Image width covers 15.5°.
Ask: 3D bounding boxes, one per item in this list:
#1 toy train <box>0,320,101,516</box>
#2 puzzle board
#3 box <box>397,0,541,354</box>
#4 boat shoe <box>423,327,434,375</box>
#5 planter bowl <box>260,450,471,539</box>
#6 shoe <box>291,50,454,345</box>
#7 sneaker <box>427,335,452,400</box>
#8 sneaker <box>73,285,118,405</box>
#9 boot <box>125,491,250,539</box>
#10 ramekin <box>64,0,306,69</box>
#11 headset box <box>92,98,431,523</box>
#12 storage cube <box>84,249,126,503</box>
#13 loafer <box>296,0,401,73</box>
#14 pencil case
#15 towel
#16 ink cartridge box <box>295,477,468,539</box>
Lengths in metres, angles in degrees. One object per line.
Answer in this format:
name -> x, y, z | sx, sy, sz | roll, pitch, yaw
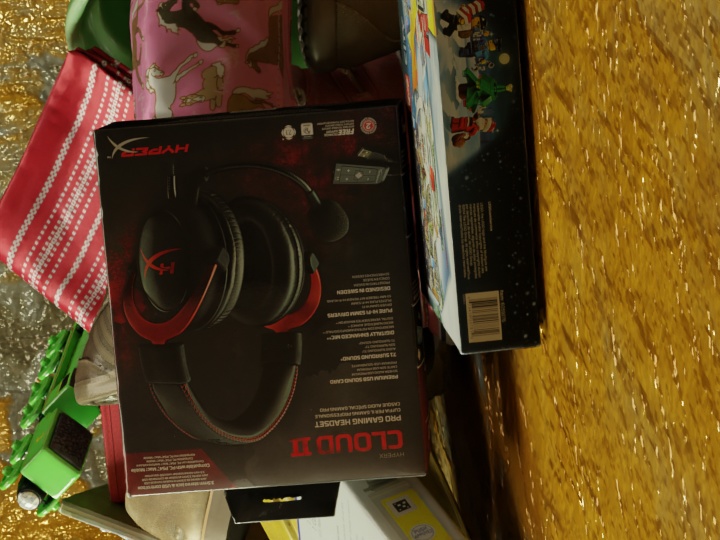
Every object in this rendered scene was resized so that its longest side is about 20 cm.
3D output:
toy train -> -0.182, 0.082, 1.654 | 0.056, 0.042, 0.200 | -46, 16, 24
puzzle board -> -0.069, 0.170, 1.643 | 0.151, 0.200, 0.017 | -11, -62, -69
box -> 0.046, -0.075, 1.193 | 0.137, 0.038, 0.200 | -115, 20, -77
boat shoe -> -0.036, 0.011, 1.408 | 0.200, 0.076, 0.074 | 47, 116, 39
planter bowl -> -0.016, 0.119, 1.472 | 0.201, 0.083, 0.200 | 58, 168, 20
shoe -> 0.006, -0.037, 1.383 | 0.072, 0.091, 0.200 | 90, 172, -48
sneaker -> 0.000, 0.000, 1.490 | 0.200, 0.090, 0.075 | -101, 7, -48
sneaker -> -0.108, 0.026, 1.424 | 0.200, 0.070, 0.076 | 154, 111, -65
boot -> -0.089, 0.070, 1.541 | 0.074, 0.075, 0.200 | -32, -42, -69
ramekin -> -0.076, -0.177, 1.596 | 0.200, 0.200, 0.098 | 94, 177, -61
headset box -> -0.044, 0.022, 1.283 | 0.075, 0.148, 0.200 | -64, -30, -83
storage cube -> -0.068, 0.034, 1.664 | 0.200, 0.180, 0.171 | -87, -6, -71
loafer -> 0.002, -0.203, 1.386 | 0.076, 0.067, 0.200 | -122, 34, -73
pencil case -> -0.074, -0.156, 1.368 | 0.083, 0.086, 0.200 | -25, 64, 61
towel -> -0.128, -0.026, 1.527 | 0.200, 0.022, 0.145 | 36, 106, 31
ink cartridge box -> 0.029, 0.199, 1.355 | 0.200, 0.047, 0.198 | -127, 26, -46
